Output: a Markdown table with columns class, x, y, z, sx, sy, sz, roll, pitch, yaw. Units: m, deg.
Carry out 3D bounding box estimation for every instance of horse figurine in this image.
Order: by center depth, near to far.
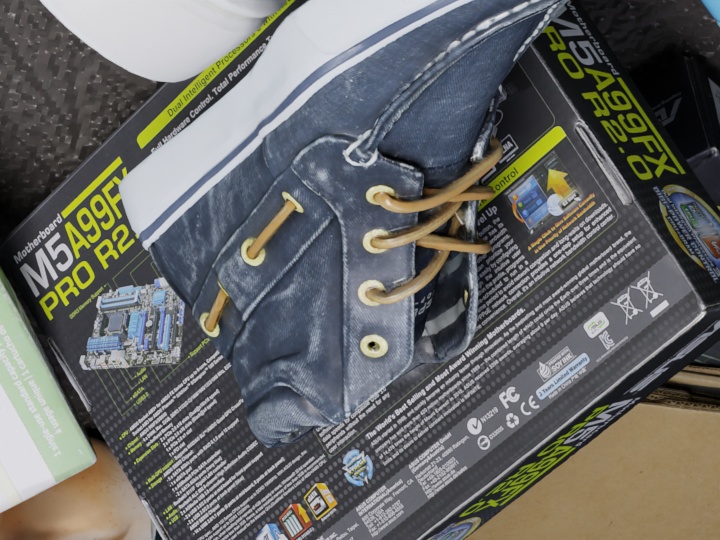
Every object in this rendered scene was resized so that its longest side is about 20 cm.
| class | x | y | z | sx | sy | sz | roll | pitch | yaw |
| --- | --- | --- | --- | --- | --- | --- | --- | --- | --- |
| horse figurine | -0.082 | 0.097 | 1.010 | 0.199 | 0.050 | 0.133 | 3 | 139 | -17 |

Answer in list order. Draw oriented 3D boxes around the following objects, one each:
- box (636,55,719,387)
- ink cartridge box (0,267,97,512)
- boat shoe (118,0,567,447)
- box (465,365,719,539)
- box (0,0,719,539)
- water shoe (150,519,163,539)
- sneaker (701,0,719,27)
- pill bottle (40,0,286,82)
| class | x | y | z | sx | sy | sz | roll | pitch | yaw |
| --- | --- | --- | --- | --- | --- | --- | --- | --- | --- |
| box | 0.105 | 0.027 | 0.973 | 0.161 | 0.049 | 0.200 | -29 | 137 | 25 |
| ink cartridge box | -0.201 | 0.040 | 0.857 | 0.200 | 0.048 | 0.146 | -28 | 120 | -4 |
| boat shoe | 0.011 | -0.023 | 0.740 | 0.071 | 0.091 | 0.200 | -25 | 173 | -34 |
| box | 0.068 | 0.099 | 0.998 | 0.163 | 0.021 | 0.200 | 7 | 139 | -19 |
| box | 0.000 | 0.000 | 0.835 | 0.200 | 0.160 | 0.044 | -42 | 162 | 30 |
| water shoe | -0.038 | 0.118 | 0.948 | 0.071 | 0.079 | 0.200 | 3 | 134 | -23 |
| sneaker | 0.148 | -0.122 | 0.790 | 0.130 | 0.080 | 0.200 | -27 | 138 | 19 |
| pill bottle | 0.001 | -0.142 | 0.702 | 0.200 | 0.113 | 0.113 | -36 | 134 | 24 |
